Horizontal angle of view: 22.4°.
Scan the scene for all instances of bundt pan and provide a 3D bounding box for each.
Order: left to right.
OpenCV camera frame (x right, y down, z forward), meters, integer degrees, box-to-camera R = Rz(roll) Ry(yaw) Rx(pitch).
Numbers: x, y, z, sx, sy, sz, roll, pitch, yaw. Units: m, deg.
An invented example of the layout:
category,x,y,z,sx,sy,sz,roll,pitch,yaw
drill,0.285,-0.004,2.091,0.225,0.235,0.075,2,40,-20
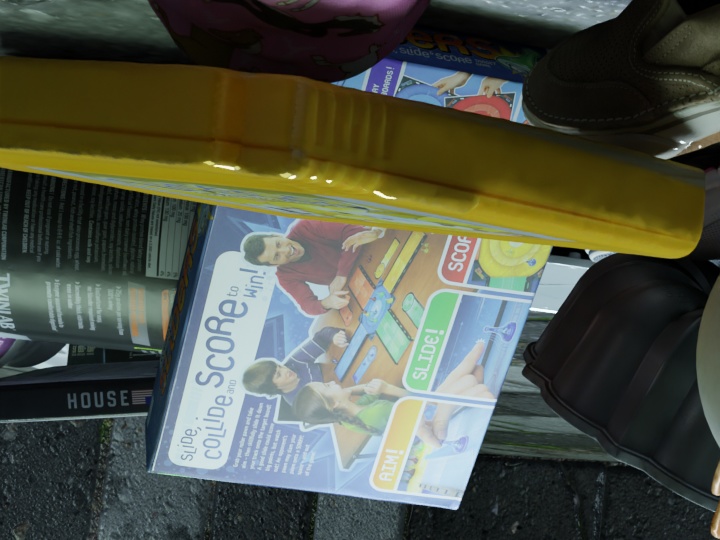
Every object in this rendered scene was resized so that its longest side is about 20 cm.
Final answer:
category,x,y,z,sx,sy,sz,roll,pitch,yaw
bundt pan,0.182,0.051,0.854,0.202,0.076,0.202,23,-166,-6

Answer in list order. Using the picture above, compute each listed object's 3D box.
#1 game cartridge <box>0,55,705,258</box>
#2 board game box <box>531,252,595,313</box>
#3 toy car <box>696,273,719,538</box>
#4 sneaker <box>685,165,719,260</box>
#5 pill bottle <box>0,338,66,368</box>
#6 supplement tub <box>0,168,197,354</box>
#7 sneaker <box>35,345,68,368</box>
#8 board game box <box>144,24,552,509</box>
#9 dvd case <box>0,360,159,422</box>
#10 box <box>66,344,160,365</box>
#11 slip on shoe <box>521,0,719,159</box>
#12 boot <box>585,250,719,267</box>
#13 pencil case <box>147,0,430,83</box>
category,x,y,z,sx,sy,sz,roll,pitch,yaw
game cartridge,-0.025,-0.032,0.525,0.176,0.033,0.200,7,-178,40
board game box,0.134,0.002,1.128,0.200,0.026,0.200,8,172,-4
toy car,0.154,0.036,0.521,0.200,0.177,0.184,-14,-138,-38
sneaker,0.223,-0.002,0.798,0.200,0.088,0.081,6,173,40
pill bottle,-0.229,0.000,0.912,0.112,0.113,0.200,2,173,29
supplement tub,-0.068,-0.022,0.792,0.200,0.123,0.123,6,172,1
sneaker,-0.330,0.032,1.554,0.146,0.081,0.200,11,179,34
board game box,0.000,0.000,0.709,0.135,0.200,0.034,9,-149,-14
dvd case,-0.090,0.061,0.979,0.200,0.025,0.150,-4,180,7
box,-0.107,0.045,1.399,0.164,0.086,0.200,12,170,-33
slip on shoe,0.109,-0.074,0.536,0.061,0.076,0.200,54,161,-20
boot,0.216,0.022,0.968,0.200,0.091,0.073,4,171,14
pencil case,-0.019,-0.097,0.390,0.086,0.083,0.200,31,174,6
